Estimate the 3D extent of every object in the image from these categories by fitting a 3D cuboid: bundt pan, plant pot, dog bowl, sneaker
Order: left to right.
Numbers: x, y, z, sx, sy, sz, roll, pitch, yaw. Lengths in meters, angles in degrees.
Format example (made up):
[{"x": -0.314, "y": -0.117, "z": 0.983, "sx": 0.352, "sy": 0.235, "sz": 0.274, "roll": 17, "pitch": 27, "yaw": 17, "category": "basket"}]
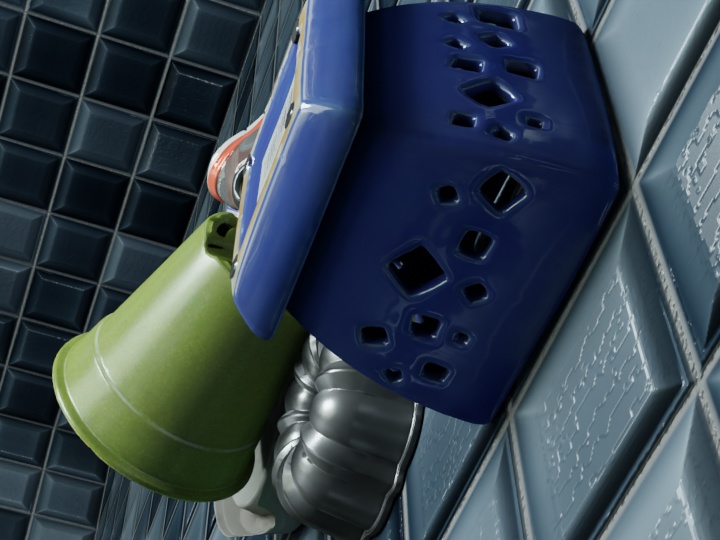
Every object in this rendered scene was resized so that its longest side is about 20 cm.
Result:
[{"x": -0.128, "y": 0.058, "z": 1.213, "sx": 0.190, "sy": 0.200, "sz": 0.200, "roll": -53, "pitch": 20, "yaw": 25, "category": "plant pot"}, {"x": -0.080, "y": 0.155, "z": 1.345, "sx": 0.200, "sy": 0.059, "sz": 0.200, "roll": -166, "pitch": 90, "yaw": -72, "category": "dog bowl"}, {"x": -0.049, "y": -0.125, "z": 1.280, "sx": 0.200, "sy": 0.077, "sz": 0.082, "roll": -51, "pitch": 37, "yaw": 5, "category": "sneaker"}, {"x": -0.015, "y": 0.110, "z": 1.112, "sx": 0.202, "sy": 0.076, "sz": 0.202, "roll": -165, "pitch": 90, "yaw": -79, "category": "bundt pan"}, {"x": 0.027, "y": -0.055, "z": 0.878, "sx": 0.200, "sy": 0.180, "sz": 0.200, "roll": -88, "pitch": 18, "yaw": -53, "category": "plant pot"}]

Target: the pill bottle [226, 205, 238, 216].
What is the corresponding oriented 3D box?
[{"x": -0.102, "y": -0.044, "z": 1.643, "sx": 0.112, "sy": 0.112, "sz": 0.200, "roll": -160, "pitch": 85, "yaw": -78, "category": "pill bottle"}]
